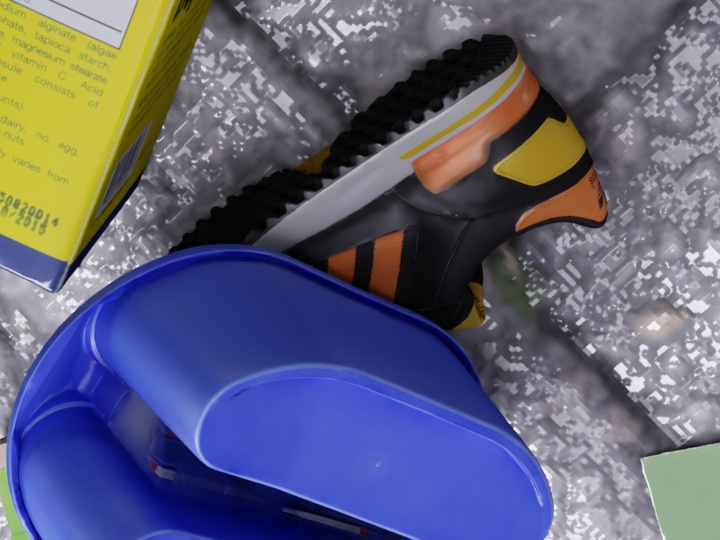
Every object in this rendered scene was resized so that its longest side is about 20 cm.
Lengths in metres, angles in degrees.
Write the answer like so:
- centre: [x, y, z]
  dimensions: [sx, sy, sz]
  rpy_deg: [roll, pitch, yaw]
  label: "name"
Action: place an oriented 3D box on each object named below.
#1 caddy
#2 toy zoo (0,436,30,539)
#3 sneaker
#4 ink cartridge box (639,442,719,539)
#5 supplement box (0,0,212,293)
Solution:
- centre: [-0.029, 0.074, 0.934]
  dimensions: [0.199, 0.105, 0.142]
  rpy_deg: [25, 103, -36]
  label: "caddy"
- centre: [-0.063, 0.150, 1.052]
  dimensions: [0.130, 0.020, 0.201]
  rpy_deg: [-15, 96, 17]
  label: "toy zoo"
- centre: [0.000, 0.000, 0.974]
  dimensions: [0.200, 0.070, 0.090]
  rpy_deg: [-34, 106, 23]
  label: "sneaker"
- centre: [0.199, 0.158, 1.011]
  dimensions: [0.145, 0.048, 0.201]
  rpy_deg: [-12, 111, 17]
  label: "ink cartridge box"
- centre: [-0.108, -0.115, 0.928]
  dimensions: [0.108, 0.110, 0.201]
  rpy_deg: [25, 115, 0]
  label: "supplement box"
